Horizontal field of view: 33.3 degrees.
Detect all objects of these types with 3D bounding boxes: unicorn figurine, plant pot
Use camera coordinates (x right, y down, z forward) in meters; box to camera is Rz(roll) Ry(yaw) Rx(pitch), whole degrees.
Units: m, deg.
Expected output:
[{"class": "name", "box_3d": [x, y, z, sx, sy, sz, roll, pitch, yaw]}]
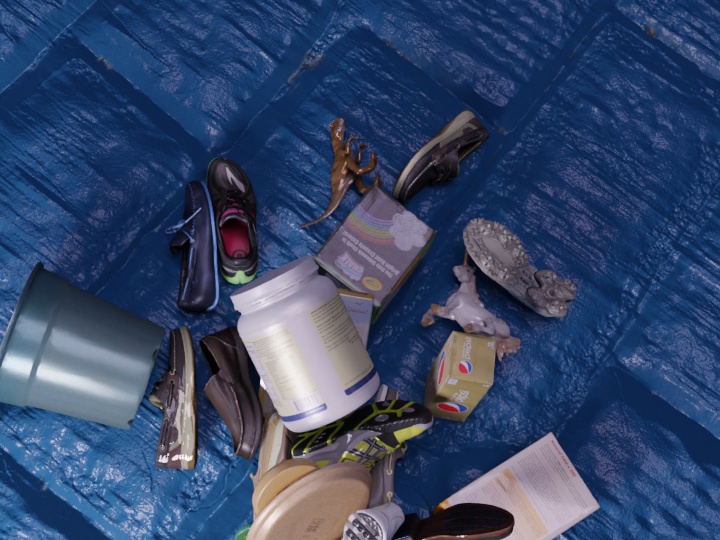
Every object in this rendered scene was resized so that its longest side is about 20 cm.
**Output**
[{"class": "unicorn figurine", "box_3d": [0.160, 0.060, 1.786, 0.137, 0.074, 0.200, -16, 62, -46]}, {"class": "plant pot", "box_3d": [-0.381, 0.117, 1.644, 0.195, 0.200, 0.202, 21, 67, -8]}]

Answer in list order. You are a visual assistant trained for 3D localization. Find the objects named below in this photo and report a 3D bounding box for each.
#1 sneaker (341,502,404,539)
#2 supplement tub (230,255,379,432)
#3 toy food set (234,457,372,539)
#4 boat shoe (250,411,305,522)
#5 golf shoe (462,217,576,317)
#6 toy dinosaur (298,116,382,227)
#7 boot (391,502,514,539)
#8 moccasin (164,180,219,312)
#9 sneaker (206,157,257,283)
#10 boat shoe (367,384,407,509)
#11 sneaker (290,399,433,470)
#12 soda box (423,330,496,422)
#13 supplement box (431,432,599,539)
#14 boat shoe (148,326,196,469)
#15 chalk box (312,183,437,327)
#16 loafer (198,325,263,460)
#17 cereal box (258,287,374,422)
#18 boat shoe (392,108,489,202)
[{"class": "sneaker", "box_3d": [-0.009, 0.381, 1.610, 0.075, 0.200, 0.081, 48, 33, 13]}, {"class": "supplement tub", "box_3d": [-0.076, 0.096, 1.602, 0.144, 0.145, 0.201, -28, 97, -18]}, {"class": "toy food set", "box_3d": [-0.073, 0.319, 1.584, 0.199, 0.199, 0.049, -4, 41, -42]}, {"class": "boat shoe", "box_3d": [-0.120, 0.296, 1.677, 0.071, 0.076, 0.202, 20, 77, -47]}, {"class": "golf shoe", "box_3d": [0.226, 0.005, 1.819, 0.200, 0.097, 0.078, 42, 73, -1]}, {"class": "toy dinosaur", "box_3d": [-0.025, -0.141, 1.872, 0.105, 0.061, 0.201, -1, 61, 17]}, {"class": "boot", "box_3d": [0.128, 0.375, 1.627, 0.098, 0.199, 0.075, 66, 30, -20]}, {"class": "moccasin", "box_3d": [-0.249, -0.039, 1.773, 0.068, 0.081, 0.202, -2, 68, -16]}, {"class": "sneaker", "box_3d": [-0.185, -0.083, 1.799, 0.076, 0.084, 0.202, -9, 70, -13]}, {"class": "boat shoe", "box_3d": [0.032, 0.264, 1.707, 0.060, 0.072, 0.203, 12, 74, -4]}, {"class": "sneaker", "box_3d": [0.006, 0.237, 1.651, 0.198, 0.075, 0.077, -18, 108, -1]}, {"class": "soda box", "box_3d": [0.137, 0.152, 1.694, 0.063, 0.200, 0.068, 10, 67, -4]}, {"class": "supplement box", "box_3d": [0.218, 0.337, 1.704, 0.199, 0.074, 0.127, -28, 76, -16]}, {"class": "boat shoe", "box_3d": [-0.263, 0.177, 1.687, 0.065, 0.072, 0.203, -2, 73, -10]}, {"class": "chalk box", "box_3d": [0.000, 0.000, 1.776, 0.124, 0.124, 0.200, 37, 69, 5]}, {"class": "loafer", "box_3d": [-0.189, 0.176, 1.703, 0.071, 0.073, 0.201, -3, 59, -23]}, {"class": "cereal box", "box_3d": [-0.064, 0.120, 1.701, 0.143, 0.040, 0.202, 10, 101, 3]}, {"class": "boat shoe", "box_3d": [0.130, -0.173, 1.889, 0.066, 0.072, 0.201, 38, 64, 12]}]
